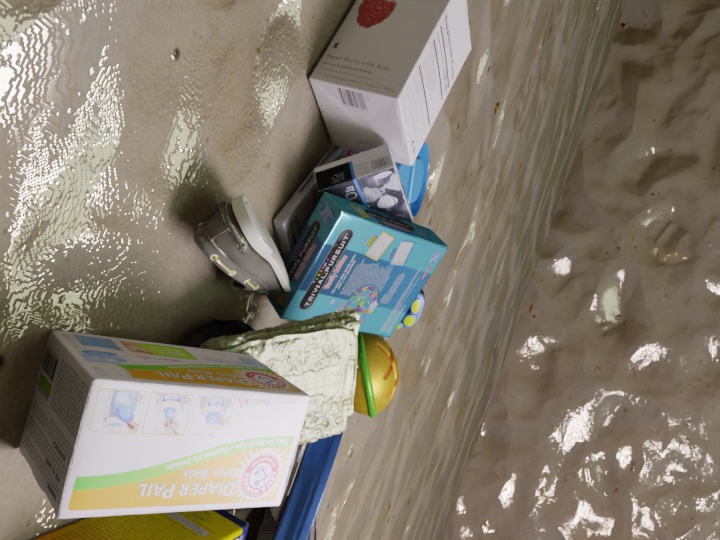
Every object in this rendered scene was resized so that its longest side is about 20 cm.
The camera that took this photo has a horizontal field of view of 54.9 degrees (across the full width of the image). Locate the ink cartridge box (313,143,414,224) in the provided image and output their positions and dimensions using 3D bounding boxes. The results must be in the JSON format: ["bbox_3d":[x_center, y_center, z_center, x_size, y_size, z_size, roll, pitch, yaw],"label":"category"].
[{"bbox_3d":[0.014,-0.078,0.893,0.201,0.097,0.040,58,16,-62],"label":"ink cartridge box"}]

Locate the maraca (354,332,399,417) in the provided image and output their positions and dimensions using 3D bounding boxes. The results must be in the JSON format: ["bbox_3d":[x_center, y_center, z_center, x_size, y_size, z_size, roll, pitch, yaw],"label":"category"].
[{"bbox_3d":[0.008,0.166,1.097,0.201,0.104,0.141,86,-3,-71],"label":"maraca"}]

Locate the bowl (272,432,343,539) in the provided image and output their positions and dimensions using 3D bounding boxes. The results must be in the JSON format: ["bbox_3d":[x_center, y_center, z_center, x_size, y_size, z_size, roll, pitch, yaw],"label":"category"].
[{"bbox_3d":[-0.069,0.279,0.888,0.201,0.039,0.205,21,89,-90],"label":"bowl"}]

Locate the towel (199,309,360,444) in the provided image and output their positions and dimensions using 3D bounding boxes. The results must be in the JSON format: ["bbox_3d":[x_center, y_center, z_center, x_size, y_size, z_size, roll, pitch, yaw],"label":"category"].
[{"bbox_3d":[-0.082,0.124,0.737,0.196,0.036,0.152,-10,114,-37],"label":"towel"}]

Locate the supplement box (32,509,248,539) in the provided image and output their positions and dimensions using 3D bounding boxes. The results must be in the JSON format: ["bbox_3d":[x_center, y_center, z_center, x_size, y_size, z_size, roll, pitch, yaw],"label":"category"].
[{"bbox_3d":[-0.213,0.302,0.667,0.199,0.107,0.112,3,104,-67],"label":"supplement box"}]

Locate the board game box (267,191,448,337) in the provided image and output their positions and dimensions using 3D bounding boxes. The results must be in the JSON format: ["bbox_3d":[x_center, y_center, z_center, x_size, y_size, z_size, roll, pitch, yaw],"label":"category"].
[{"bbox_3d":[0.000,0.000,0.874,0.197,0.047,0.153,14,115,-44],"label":"board game box"}]

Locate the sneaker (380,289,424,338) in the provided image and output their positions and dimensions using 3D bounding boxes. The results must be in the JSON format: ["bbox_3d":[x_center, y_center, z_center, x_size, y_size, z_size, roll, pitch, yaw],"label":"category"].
[{"bbox_3d":[0.048,0.047,1.053,0.084,0.070,0.200,-62,-175,-19],"label":"sneaker"}]

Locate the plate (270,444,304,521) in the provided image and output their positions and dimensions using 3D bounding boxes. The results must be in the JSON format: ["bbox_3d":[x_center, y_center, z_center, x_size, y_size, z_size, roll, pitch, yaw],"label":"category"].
[{"bbox_3d":[-0.078,0.200,0.929,0.202,0.032,0.202,-70,179,-45],"label":"plate"}]

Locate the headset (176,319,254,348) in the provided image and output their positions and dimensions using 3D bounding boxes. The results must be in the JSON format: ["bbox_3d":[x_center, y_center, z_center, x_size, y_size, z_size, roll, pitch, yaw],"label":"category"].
[{"bbox_3d":[-0.127,0.114,0.752,0.198,0.093,0.126,-23,128,-48],"label":"headset"}]

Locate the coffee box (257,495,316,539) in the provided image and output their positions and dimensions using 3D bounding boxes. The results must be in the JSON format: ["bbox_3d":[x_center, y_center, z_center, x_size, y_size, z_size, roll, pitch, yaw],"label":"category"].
[{"bbox_3d":[-0.107,0.429,0.953,0.202,0.078,0.115,-87,178,-56],"label":"coffee box"}]

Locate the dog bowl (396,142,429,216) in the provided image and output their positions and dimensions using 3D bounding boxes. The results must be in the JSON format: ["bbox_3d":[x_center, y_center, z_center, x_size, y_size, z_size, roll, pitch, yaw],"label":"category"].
[{"bbox_3d":[0.055,-0.135,1.031,0.200,0.048,0.114,-32,131,-68],"label":"dog bowl"}]

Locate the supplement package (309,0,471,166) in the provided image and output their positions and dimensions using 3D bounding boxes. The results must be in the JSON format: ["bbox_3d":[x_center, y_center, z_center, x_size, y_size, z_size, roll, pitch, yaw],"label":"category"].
[{"bbox_3d":[0.043,-0.255,0.845,0.203,0.119,0.120,-63,156,-22],"label":"supplement package"}]

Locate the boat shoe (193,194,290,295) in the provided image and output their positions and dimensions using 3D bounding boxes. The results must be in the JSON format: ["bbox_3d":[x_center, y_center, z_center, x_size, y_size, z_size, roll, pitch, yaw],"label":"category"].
[{"bbox_3d":[-0.118,-0.015,0.723,0.059,0.073,0.202,-26,163,-3],"label":"boat shoe"}]

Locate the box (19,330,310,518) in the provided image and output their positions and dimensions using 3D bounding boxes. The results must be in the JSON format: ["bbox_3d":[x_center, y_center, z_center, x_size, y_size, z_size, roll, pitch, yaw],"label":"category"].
[{"bbox_3d":[-0.156,0.126,0.575,0.197,0.111,0.104,14,95,-42],"label":"box"}]

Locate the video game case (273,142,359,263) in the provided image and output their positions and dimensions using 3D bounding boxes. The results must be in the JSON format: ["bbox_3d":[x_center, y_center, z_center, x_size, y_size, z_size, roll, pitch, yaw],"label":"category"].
[{"bbox_3d":[-0.043,-0.078,0.909,0.202,0.018,0.145,-57,153,-34],"label":"video game case"}]
